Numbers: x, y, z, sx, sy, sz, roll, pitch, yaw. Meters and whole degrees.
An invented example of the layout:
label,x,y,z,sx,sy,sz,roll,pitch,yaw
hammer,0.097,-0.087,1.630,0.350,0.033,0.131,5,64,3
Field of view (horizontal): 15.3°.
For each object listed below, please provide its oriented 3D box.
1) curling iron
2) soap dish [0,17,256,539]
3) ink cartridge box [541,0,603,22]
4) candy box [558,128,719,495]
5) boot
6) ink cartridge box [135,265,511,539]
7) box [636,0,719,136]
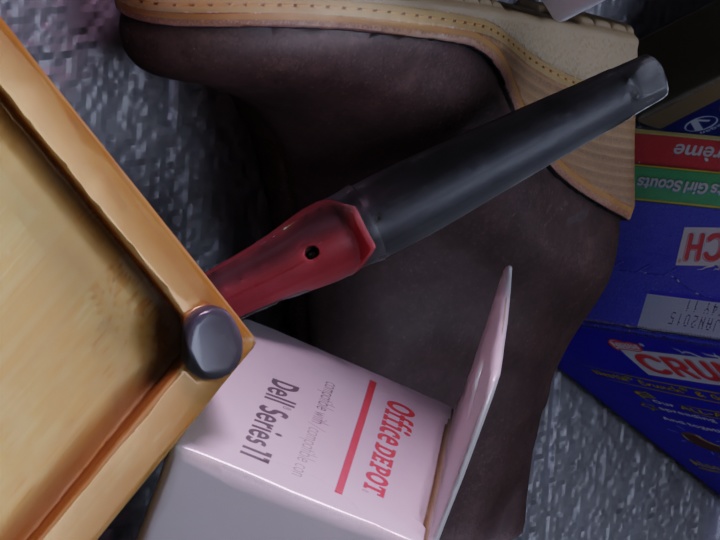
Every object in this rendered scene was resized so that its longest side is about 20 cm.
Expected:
label,x,y,z,sx,sy,sz,roll,pitch,yaw
curling iron,-0.011,-0.015,0.691,0.199,0.026,0.050,-19,124,-9
soap dish,-0.125,0.028,0.572,0.200,0.081,0.158,-51,121,-25
ink cartridge box,0.085,-0.166,0.672,0.084,0.200,0.145,-44,101,-31
candy box,0.165,0.030,0.883,0.200,0.169,0.077,36,69,-49
boot,0.000,0.000,0.752,0.199,0.072,0.167,6,101,-44
ink cartridge box,-0.028,0.089,0.668,0.117,0.067,0.201,-69,-179,-76
box,0.194,-0.071,0.932,0.200,0.121,0.033,9,61,-52
